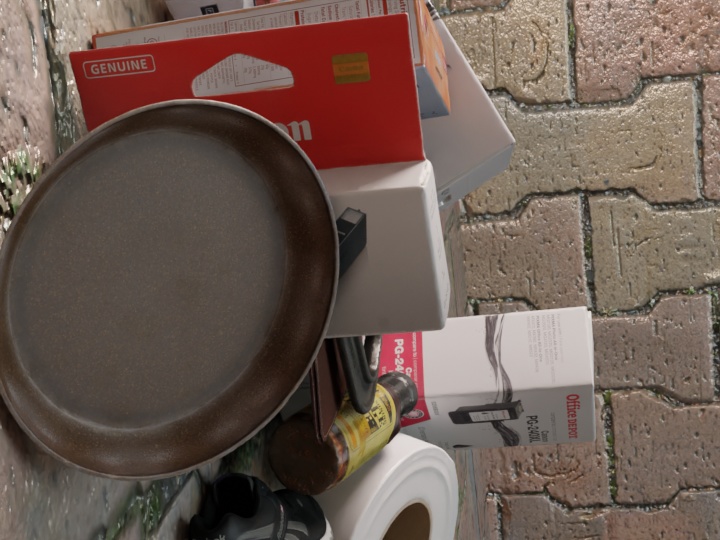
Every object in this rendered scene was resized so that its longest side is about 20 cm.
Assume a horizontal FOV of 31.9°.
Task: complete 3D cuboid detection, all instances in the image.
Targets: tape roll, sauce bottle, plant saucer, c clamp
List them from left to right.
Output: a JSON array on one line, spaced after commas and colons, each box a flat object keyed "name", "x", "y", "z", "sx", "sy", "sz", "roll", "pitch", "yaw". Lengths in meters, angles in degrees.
[{"name": "plant saucer", "x": -0.099, "y": 0.010, "z": 0.646, "sx": 0.032, "sy": 0.200, "sz": 0.200, "roll": 24, "pitch": -50, "yaw": 50}, {"name": "sauce bottle", "x": -0.006, "y": 0.123, "z": 1.020, "sx": 0.200, "sy": 0.066, "sz": 0.066, "roll": -27, "pitch": 113, "yaw": -67}, {"name": "c clamp", "x": 0.000, "y": 0.000, "z": 0.948, "sx": 0.171, "sy": 0.027, "sz": 0.200, "roll": -80, "pitch": 164, "yaw": -54}, {"name": "tape roll", "x": 0.007, "y": 0.238, "z": 1.099, "sx": 0.202, "sy": 0.071, "sz": 0.203, "roll": -33, "pitch": 132, "yaw": -47}]

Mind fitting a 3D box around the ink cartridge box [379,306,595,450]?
[{"name": "ink cartridge box", "x": 0.124, "y": 0.108, "z": 1.198, "sx": 0.145, "sy": 0.200, "sz": 0.083, "roll": 69, "pitch": 18, "yaw": -60}]

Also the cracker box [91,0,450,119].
[{"name": "cracker box", "x": -0.050, "y": -0.122, "z": 0.794, "sx": 0.134, "sy": 0.200, "sz": 0.058, "roll": 28, "pitch": 56, "yaw": -79}]

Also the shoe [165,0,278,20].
[{"name": "shoe", "x": -0.102, "y": -0.214, "z": 0.891, "sx": 0.091, "sy": 0.071, "sz": 0.200, "roll": -91, "pitch": 173, "yaw": -50}]

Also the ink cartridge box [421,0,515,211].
[{"name": "ink cartridge box", "x": 0.027, "y": -0.147, "z": 0.928, "sx": 0.200, "sy": 0.086, "sz": 0.146, "roll": 58, "pitch": 2, "yaw": 4}]

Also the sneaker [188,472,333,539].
[{"name": "sneaker", "x": -0.072, "y": 0.181, "z": 0.922, "sx": 0.200, "sy": 0.076, "sz": 0.088, "roll": -47, "pitch": 126, "yaw": -77}]

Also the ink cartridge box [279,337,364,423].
[{"name": "ink cartridge box", "x": -0.023, "y": 0.103, "z": 1.186, "sx": 0.147, "sy": 0.083, "sz": 0.200, "roll": -84, "pitch": 165, "yaw": -47}]

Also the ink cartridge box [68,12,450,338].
[{"name": "ink cartridge box", "x": -0.059, "y": -0.044, "z": 0.713, "sx": 0.045, "sy": 0.200, "sz": 0.176, "roll": -75, "pitch": 158, "yaw": -61}]

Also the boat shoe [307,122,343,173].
[{"name": "boat shoe", "x": 0.008, "y": -0.051, "z": 0.808, "sx": 0.200, "sy": 0.062, "sz": 0.073, "roll": 64, "pitch": 2, "yaw": -57}]

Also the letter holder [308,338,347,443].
[{"name": "letter holder", "x": -0.063, "y": 0.033, "z": 0.953, "sx": 0.200, "sy": 0.100, "sz": 0.142, "roll": -69, "pitch": 155, "yaw": -67}]
